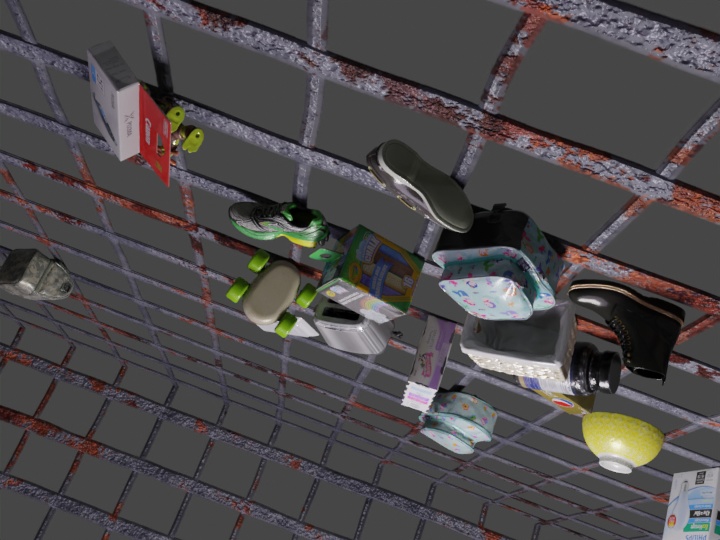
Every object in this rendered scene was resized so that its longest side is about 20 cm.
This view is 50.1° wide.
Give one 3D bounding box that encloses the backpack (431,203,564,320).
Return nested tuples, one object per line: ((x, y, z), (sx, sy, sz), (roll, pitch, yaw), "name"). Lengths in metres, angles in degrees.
((0.237, 0.000, 1.283), (0.177, 0.151, 0.200), (-4, 151, 43), "backpack")

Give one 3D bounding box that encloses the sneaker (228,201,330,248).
((-0.157, -0.106, 1.480), (0.200, 0.078, 0.085), (8, 148, 7), "sneaker")

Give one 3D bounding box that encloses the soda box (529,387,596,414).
((0.447, 0.259, 1.757), (0.200, 0.064, 0.068), (34, 154, -26), "soda box")

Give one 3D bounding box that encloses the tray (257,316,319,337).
((-0.221, 0.152, 2.140), (0.200, 0.022, 0.107), (5, 153, 33), "tray")

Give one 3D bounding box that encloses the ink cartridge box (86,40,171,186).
((-0.376, -0.242, 1.255), (0.176, 0.045, 0.200), (52, 154, 12), "ink cartridge box")

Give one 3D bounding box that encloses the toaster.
((-0.013, 0.118, 1.779), (0.200, 0.114, 0.129), (8, 151, 31), "toaster")

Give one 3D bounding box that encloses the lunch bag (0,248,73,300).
((-0.997, 0.026, 2.371), (0.200, 0.139, 0.168), (-1, 148, 42), "lunch bag")

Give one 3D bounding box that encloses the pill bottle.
((0.424, 0.198, 1.584), (0.200, 0.112, 0.112), (4, 151, 34), "pill bottle")

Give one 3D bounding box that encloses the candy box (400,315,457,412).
((0.157, 0.220, 1.784), (0.071, 0.168, 0.200), (18, 157, 6), "candy box")

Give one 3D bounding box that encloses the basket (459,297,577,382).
((0.315, 0.128, 1.504), (0.200, 0.136, 0.123), (8, 157, 28), "basket")

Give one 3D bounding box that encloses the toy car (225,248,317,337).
((-0.211, 0.059, 1.795), (0.164, 0.158, 0.200), (36, 167, -4), "toy car")

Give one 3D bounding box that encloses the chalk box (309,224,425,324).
((0.000, 0.000, 1.502), (0.200, 0.124, 0.124), (30, 156, -17), "chalk box")

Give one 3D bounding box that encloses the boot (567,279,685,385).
((0.446, 0.103, 1.326), (0.200, 0.138, 0.077), (16, 157, 14), "boot")

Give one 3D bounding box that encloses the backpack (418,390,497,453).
((0.276, 0.419, 2.145), (0.176, 0.153, 0.200), (36, 147, -19), "backpack")

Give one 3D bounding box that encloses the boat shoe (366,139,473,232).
((0.095, -0.129, 1.213), (0.201, 0.072, 0.061), (40, 156, -22), "boat shoe")

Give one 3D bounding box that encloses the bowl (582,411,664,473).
((0.648, 0.442, 1.930), (0.200, 0.108, 0.200), (18, 157, 8), "bowl")

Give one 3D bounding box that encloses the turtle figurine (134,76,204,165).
((-0.323, -0.249, 1.293), (0.161, 0.064, 0.200), (30, 151, 44), "turtle figurine")

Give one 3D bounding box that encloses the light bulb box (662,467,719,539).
((0.913, 0.640, 2.017), (0.125, 0.200, 0.198), (23, 156, -5), "light bulb box")
